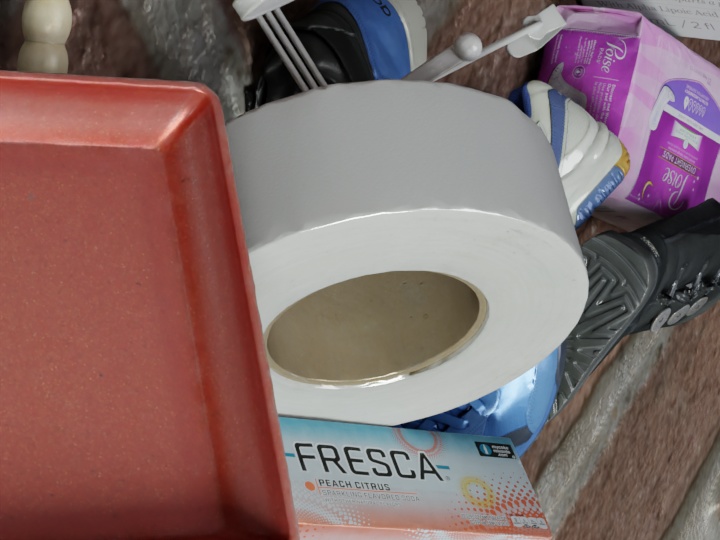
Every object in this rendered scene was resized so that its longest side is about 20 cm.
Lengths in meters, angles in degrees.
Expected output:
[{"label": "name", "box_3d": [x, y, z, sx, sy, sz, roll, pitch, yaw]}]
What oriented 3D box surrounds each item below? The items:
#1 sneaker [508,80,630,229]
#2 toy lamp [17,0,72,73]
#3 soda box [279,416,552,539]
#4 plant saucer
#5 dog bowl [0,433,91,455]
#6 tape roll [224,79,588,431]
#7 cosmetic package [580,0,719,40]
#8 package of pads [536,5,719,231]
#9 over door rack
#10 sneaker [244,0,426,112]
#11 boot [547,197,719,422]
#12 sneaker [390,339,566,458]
[{"label": "sneaker", "box_3d": [0.063, -0.023, 1.070, 0.088, 0.075, 0.200, 43, 73, -3]}, {"label": "toy lamp", "box_3d": [-0.134, -0.053, 0.769, 0.058, 0.058, 0.201, -8, 105, -55]}, {"label": "soda box", "box_3d": [-0.010, 0.118, 0.901, 0.199, 0.069, 0.064, 9, 131, -31]}, {"label": "plant saucer", "box_3d": [-0.134, 0.021, 0.686, 0.199, 0.037, 0.200, 0, 66, -28]}, {"label": "dog bowl", "box_3d": [-0.147, 0.161, 0.724, 0.200, 0.079, 0.201, 0, 90, -31]}, {"label": "tape roll", "box_3d": [0.000, 0.000, 0.853, 0.202, 0.202, 0.071, 38, 33, -53]}, {"label": "cosmetic package", "box_3d": [0.206, -0.258, 1.116, 0.200, 0.164, 0.165, 45, 63, -50]}, {"label": "package of pads", "box_3d": [0.183, -0.087, 1.210, 0.200, 0.075, 0.121, 17, 85, -56]}, {"label": "over door rack", "box_3d": [0.013, -0.157, 0.888, 0.200, 0.067, 0.148, -29, 87, -48]}, {"label": "sneaker", "box_3d": [-0.005, -0.038, 0.944, 0.111, 0.077, 0.201, -34, 124, -52]}, {"label": "boot", "box_3d": [0.149, 0.029, 1.138, 0.165, 0.066, 0.200, -43, 169, 26]}, {"label": "sneaker", "box_3d": [0.036, 0.094, 0.994, 0.200, 0.066, 0.078, -54, 154, 18]}]
